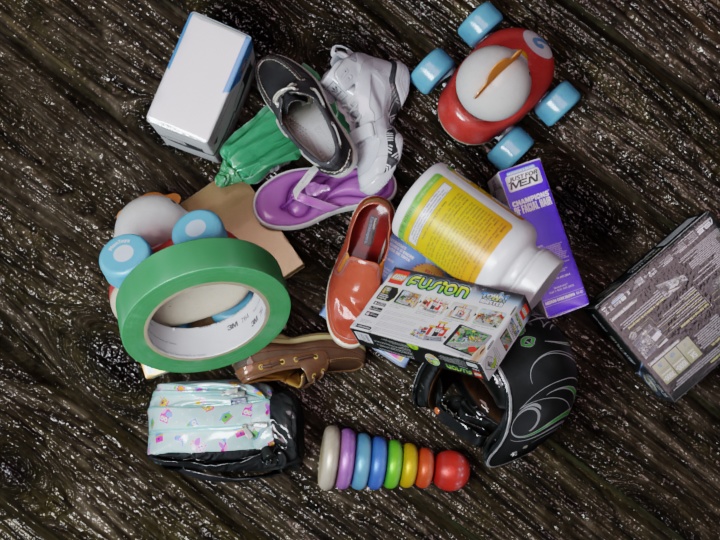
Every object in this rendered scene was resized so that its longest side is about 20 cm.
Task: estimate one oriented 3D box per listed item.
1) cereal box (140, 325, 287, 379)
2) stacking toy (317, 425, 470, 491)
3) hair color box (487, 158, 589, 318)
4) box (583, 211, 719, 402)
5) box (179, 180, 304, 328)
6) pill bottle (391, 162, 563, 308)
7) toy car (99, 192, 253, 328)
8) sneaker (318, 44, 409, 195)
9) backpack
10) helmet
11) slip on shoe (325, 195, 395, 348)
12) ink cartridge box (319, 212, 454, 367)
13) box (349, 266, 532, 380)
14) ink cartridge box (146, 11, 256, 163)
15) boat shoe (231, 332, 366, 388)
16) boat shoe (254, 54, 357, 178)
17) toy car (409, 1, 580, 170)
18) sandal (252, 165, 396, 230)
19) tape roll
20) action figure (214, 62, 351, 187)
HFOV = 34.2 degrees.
[{"bbox_3d":[-0.214,0.045,1.570,0.200,0.040,0.144,-21,85,-1],"label":"cereal box"},{"bbox_3d":[0.047,0.257,1.548,0.200,0.085,0.085,7,87,-4],"label":"stacking toy"},{"bbox_3d":[0.233,-0.039,1.546,0.065,0.109,0.200,-20,88,-2],"label":"hair color box"},{"bbox_3d":[0.428,0.047,1.555,0.200,0.086,0.164,-41,88,-2],"label":"box"},{"bbox_3d":[-0.200,-0.017,1.546,0.200,0.021,0.164,-34,83,-4],"label":"box"},{"bbox_3d":[0.148,-0.036,1.457,0.200,0.111,0.111,37,88,15],"label":"pill bottle"},{"bbox_3d":[-0.237,-0.035,1.470,0.177,0.184,0.200,-19,54,-1],"label":"toy car"},{"bbox_3d":[-0.005,-0.201,1.535,0.115,0.075,0.200,20,66,-24],"label":"sneaker"},{"bbox_3d":[-0.176,0.204,1.519,0.200,0.167,0.127,-1,71,2],"label":"backpack"},{"bbox_3d":[0.182,0.141,1.491,0.200,0.191,0.200,12,109,38],"label":"helmet"},{"bbox_3d":[0.000,0.000,1.493,0.074,0.061,0.200,14,87,1],"label":"slip on shoe"},{"bbox_3d":[0.054,0.010,1.560,0.136,0.076,0.200,32,86,1],"label":"ink cartridge box"},{"bbox_3d":[0.096,0.061,1.420,0.200,0.035,0.110,13,55,40],"label":"box"},{"bbox_3d":[-0.198,-0.228,1.504,0.084,0.200,0.145,22,87,-2],"label":"ink cartridge box"},{"bbox_3d":[-0.079,0.122,1.519,0.200,0.072,0.068,5,60,-34],"label":"boat shoe"},{"bbox_3d":[-0.078,-0.203,1.496,0.074,0.060,0.200,-36,73,13],"label":"boat shoe"},{"bbox_3d":[0.182,-0.249,1.509,0.177,0.200,0.184,-44,89,-2],"label":"toy car"},{"bbox_3d":[-0.046,-0.110,1.550,0.202,0.050,0.083,-15,73,-20],"label":"sandal"},{"bbox_3d":[-0.184,0.043,1.374,0.200,0.200,0.048,-20,54,-1],"label":"tape roll"},{"bbox_3d":[-0.115,-0.173,1.553,0.200,0.055,0.118,-38,86,-20],"label":"action figure"}]
